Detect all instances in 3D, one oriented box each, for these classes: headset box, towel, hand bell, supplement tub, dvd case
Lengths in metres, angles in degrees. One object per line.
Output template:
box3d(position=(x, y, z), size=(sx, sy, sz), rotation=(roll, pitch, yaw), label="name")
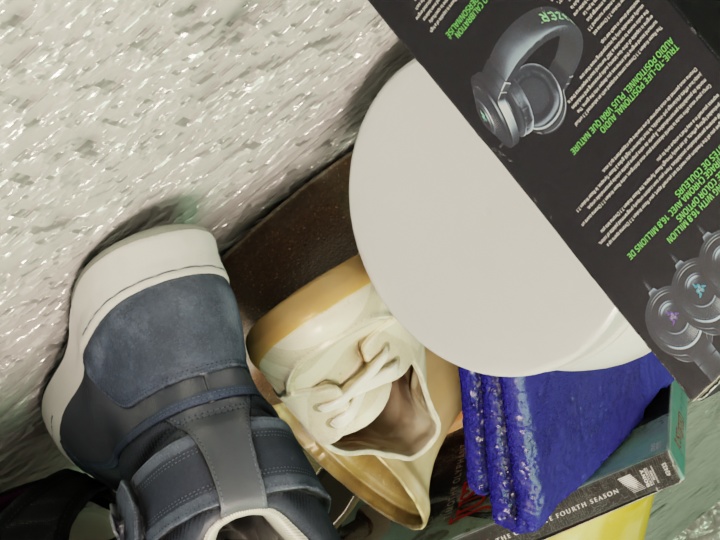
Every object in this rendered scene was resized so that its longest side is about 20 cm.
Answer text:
box3d(position=(0.127, -0.071, 0.863), size=(0.174, 0.200, 0.093), rotation=(-22, 159, -46), label="headset box")
box3d(position=(0.107, 0.011, 1.231), size=(0.200, 0.049, 0.148), rotation=(-44, 136, -40), label="towel")
box3d(position=(0.056, 0.016, 1.249), size=(0.200, 0.104, 0.104), rotation=(-46, 169, -15), label="hand bell")
box3d(position=(0.101, -0.041, 1.018), size=(0.200, 0.140, 0.140), rotation=(-19, 157, -53), label="supplement tub")
box3d(position=(0.069, 0.105, 1.313), size=(0.200, 0.022, 0.146), rotation=(-25, -165, 17), label="dvd case")

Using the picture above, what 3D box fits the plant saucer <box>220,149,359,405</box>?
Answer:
box3d(position=(0.000, 0.000, 1.118), size=(0.200, 0.037, 0.200), rotation=(-37, 166, -10), label="plant saucer")

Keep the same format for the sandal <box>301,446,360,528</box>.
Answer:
box3d(position=(-0.070, 0.145, 1.331), size=(0.201, 0.080, 0.057), rotation=(-40, 180, 7), label="sandal")

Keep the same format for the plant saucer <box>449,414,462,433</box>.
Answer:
box3d(position=(0.075, 0.026, 1.389), size=(0.200, 0.037, 0.200), rotation=(-35, 166, -10), label="plant saucer")

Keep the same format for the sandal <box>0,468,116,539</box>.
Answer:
box3d(position=(-0.143, 0.109, 1.068), size=(0.200, 0.048, 0.075), rotation=(-7, 171, -42), label="sandal")

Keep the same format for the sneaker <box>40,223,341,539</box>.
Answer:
box3d(position=(-0.062, 0.088, 0.993), size=(0.077, 0.146, 0.202), rotation=(-20, 161, -12), label="sneaker")

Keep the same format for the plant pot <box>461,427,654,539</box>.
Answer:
box3d(position=(0.085, 0.163, 1.564), size=(0.201, 0.201, 0.189), rotation=(-24, 146, -45), label="plant pot")

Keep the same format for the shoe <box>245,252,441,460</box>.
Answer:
box3d(position=(0.002, 0.039, 1.059), size=(0.070, 0.053, 0.200), rotation=(-38, 166, -2), label="shoe")

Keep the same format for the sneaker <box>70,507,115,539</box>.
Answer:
box3d(position=(-0.179, 0.170, 1.127), size=(0.200, 0.073, 0.085), rotation=(-35, 169, -6), label="sneaker")
